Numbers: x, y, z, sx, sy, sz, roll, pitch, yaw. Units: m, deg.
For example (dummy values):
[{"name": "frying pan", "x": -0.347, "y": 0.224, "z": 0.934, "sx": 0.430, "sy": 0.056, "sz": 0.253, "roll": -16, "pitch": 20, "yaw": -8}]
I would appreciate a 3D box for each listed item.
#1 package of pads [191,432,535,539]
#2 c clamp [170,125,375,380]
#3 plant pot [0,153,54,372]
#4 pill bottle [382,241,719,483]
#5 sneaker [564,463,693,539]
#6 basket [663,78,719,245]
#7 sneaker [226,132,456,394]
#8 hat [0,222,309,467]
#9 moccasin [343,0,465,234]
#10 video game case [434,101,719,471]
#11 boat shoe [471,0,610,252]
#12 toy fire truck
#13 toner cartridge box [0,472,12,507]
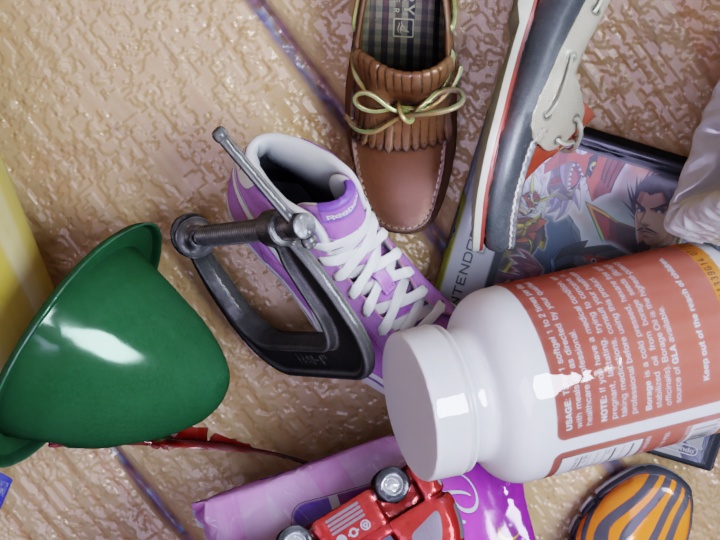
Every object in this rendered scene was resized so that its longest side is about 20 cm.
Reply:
[{"name": "package of pads", "x": 0.007, "y": 0.167, "z": 1.261, "sx": 0.198, "sy": 0.076, "sz": 0.122, "roll": -18, "pitch": 84, "yaw": -5}, {"name": "c clamp", "x": -0.058, "y": -0.004, "z": 1.218, "sx": 0.027, "sy": 0.200, "sz": 0.171, "roll": -43, "pitch": 101, "yaw": -22}, {"name": "plant pot", "x": -0.280, "y": -0.020, "z": 1.229, "sx": 0.199, "sy": 0.201, "sz": 0.190, "roll": -23, "pitch": 119, "yaw": 12}, {"name": "pill bottle", "x": 0.118, "y": 0.056, "z": 1.184, "sx": 0.198, "sy": 0.112, "sz": 0.113, "roll": -12, "pitch": 107, "yaw": -18}, {"name": "sneaker", "x": 0.145, "y": 0.220, "z": 1.289, "sx": 0.077, "sy": 0.112, "sz": 0.201, "roll": 28, "pitch": 107, "yaw": -4}, {"name": "basket", "x": 0.288, "y": -0.092, "z": 1.117, "sx": 0.160, "sy": 0.200, "sz": 0.200, "roll": 24, "pitch": 80, "yaw": -7}, {"name": "sneaker", "x": -0.001, "y": 0.000, "z": 1.216, "sx": 0.200, "sy": 0.114, "sz": 0.073, "roll": 41, "pitch": 72, "yaw": 4}, {"name": "hat", "x": -0.097, "y": 0.083, "z": 1.232, "sx": 0.175, "sy": 0.200, "sz": 0.166, "roll": 33, "pitch": 127, "yaw": 11}, {"name": "moccasin", "x": 0.028, "y": -0.119, "z": 1.219, "sx": 0.073, "sy": 0.078, "sz": 0.203, "roll": 8, "pitch": 107, "yaw": 3}, {"name": "video game case", "x": 0.148, "y": 0.011, "z": 1.274, "sx": 0.198, "sy": 0.026, "sz": 0.182, "roll": 17, "pitch": 107, "yaw": 1}, {"name": "boat shoe", "x": 0.108, "y": -0.104, "z": 1.205, "sx": 0.062, "sy": 0.071, "sz": 0.202, "roll": 14, "pitch": 87, "yaw": -3}, {"name": "toy fire truck", "x": -0.014, "y": 0.212, "z": 1.191, "sx": 0.199, "sy": 0.049, "sz": 0.142, "roll": -30, "pitch": 86, "yaw": -7}, {"name": "toner cartridge box", "x": -0.267, "y": 0.123, "z": 1.256, "sx": 0.094, "sy": 0.200, "sz": 0.044, "roll": 22, "pitch": 81, "yaw": -1}]
